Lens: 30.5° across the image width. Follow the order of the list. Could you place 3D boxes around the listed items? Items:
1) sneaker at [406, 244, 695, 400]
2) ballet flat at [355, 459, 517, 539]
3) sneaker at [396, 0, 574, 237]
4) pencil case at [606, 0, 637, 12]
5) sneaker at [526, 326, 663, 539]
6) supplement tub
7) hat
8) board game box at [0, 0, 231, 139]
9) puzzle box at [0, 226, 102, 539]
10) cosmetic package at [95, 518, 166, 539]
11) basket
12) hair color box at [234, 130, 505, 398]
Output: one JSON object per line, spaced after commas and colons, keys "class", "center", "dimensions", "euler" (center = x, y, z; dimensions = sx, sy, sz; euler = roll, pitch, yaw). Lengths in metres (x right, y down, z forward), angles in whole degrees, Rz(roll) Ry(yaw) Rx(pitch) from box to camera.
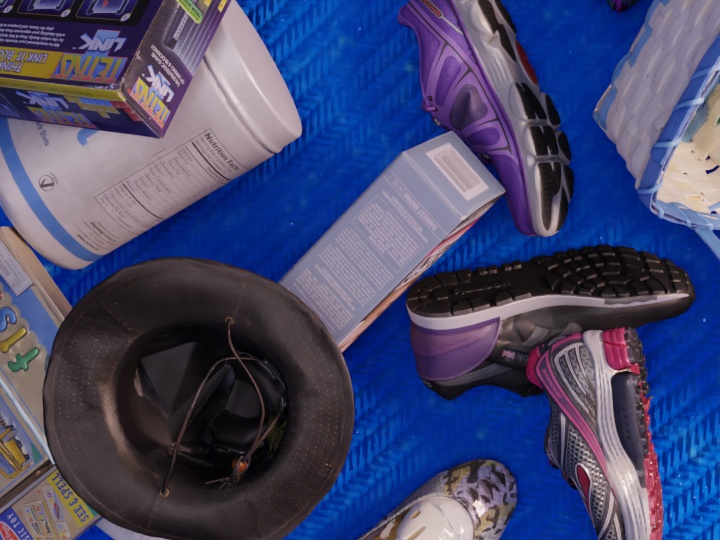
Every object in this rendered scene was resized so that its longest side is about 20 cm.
{"class": "sneaker", "center": [0.134, 0.041, 0.928], "dimensions": [0.197, 0.076, 0.089], "euler": [-7, 117, 4]}
{"class": "ballet flat", "center": [0.028, 0.208, 0.938], "dimensions": [0.200, 0.072, 0.072], "euler": [-37, 84, 8]}
{"class": "sneaker", "center": [0.087, -0.112, 0.934], "dimensions": [0.083, 0.080, 0.202], "euler": [-28, 79, 27]}
{"class": "pencil case", "center": [0.146, -0.279, 0.901], "dimensions": [0.085, 0.092, 0.201], "euler": [-38, 83, 9]}
{"class": "sneaker", "center": [0.164, 0.135, 0.899], "dimensions": [0.074, 0.081, 0.203], "euler": [-6, 104, 19]}
{"class": "supplement tub", "center": [-0.156, -0.101, 0.938], "dimensions": [0.199, 0.132, 0.133], "euler": [-30, 85, 9]}
{"class": "hat", "center": [-0.099, 0.079, 0.856], "dimensions": [0.198, 0.081, 0.203], "euler": [1, 99, 5]}
{"class": "board game box", "center": [-0.182, -0.179, 0.881], "dimensions": [0.198, 0.057, 0.167], "euler": [11, 69, 33]}
{"class": "puzzle box", "center": [-0.234, 0.089, 0.905], "dimensions": [0.133, 0.025, 0.201], "euler": [-38, 84, 10]}
{"class": "cosmetic package", "center": [-0.198, 0.117, 0.962], "dimensions": [0.199, 0.101, 0.072], "euler": [35, 97, 9]}
{"class": "basket", "center": [0.251, -0.093, 0.820], "dimensions": [0.177, 0.138, 0.201], "euler": [-62, 37, 31]}
{"class": "hair color box", "center": [0.000, 0.000, 0.898], "dimensions": [0.061, 0.099, 0.200], "euler": [48, 116, 5]}
